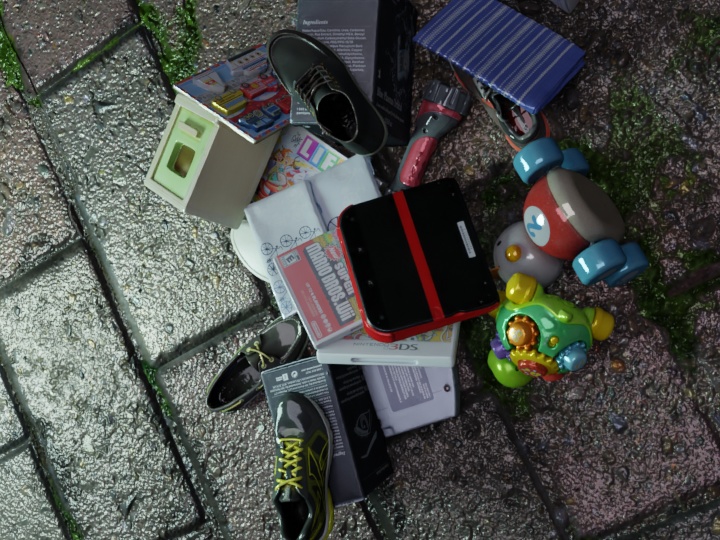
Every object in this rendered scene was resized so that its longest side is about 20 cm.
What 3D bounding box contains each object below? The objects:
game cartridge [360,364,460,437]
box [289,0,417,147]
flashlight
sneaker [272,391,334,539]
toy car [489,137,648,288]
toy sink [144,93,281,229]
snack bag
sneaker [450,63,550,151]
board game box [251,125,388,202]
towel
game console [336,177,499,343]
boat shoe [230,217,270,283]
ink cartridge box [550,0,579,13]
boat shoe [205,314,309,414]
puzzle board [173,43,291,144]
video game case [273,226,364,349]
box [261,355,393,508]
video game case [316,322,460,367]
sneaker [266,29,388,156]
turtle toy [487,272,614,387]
[{"bbox_3d":[0.065,0.123,1.282,0.132,0.041,0.202,-20,84,21],"label":"game cartridge"},{"bbox_3d":[-0.004,-0.281,1.217,0.116,0.196,0.202,3,91,17],"label":"box"},{"bbox_3d":[0.089,-0.162,1.256,0.067,0.068,0.202,23,96,15],"label":"flashlight"},{"bbox_3d":[-0.076,0.257,1.148,0.074,0.085,0.202,-10,88,17],"label":"sneaker"},{"bbox_3d":[0.231,-0.034,1.168,0.200,0.176,0.185,-38,69,27],"label":"toy car"},{"bbox_3d":[-0.212,-0.184,1.303,0.130,0.112,0.201,32,99,44],"label":"toy sink"},{"bbox_3d":[-0.048,-0.052,1.251,0.198,0.021,0.190,-24,67,6],"label":"snack bag"},{"bbox_3d":[0.187,-0.250,1.215,0.077,0.082,0.201,-40,79,14],"label":"sneaker"},{"bbox_3d":[-0.076,-0.126,1.326,0.199,0.034,0.135,35,100,15],"label":"board game box"},{"bbox_3d":[0.189,-0.297,1.205,0.199,0.024,0.145,35,60,15],"label":"towel"},{"bbox_3d":[0.070,-0.016,1.170,0.175,0.031,0.202,-15,65,-3],"label":"game console"},{"bbox_3d":[-0.104,-0.014,1.320,0.199,0.062,0.075,31,109,20],"label":"boat shoe"},{"bbox_3d":[0.242,-0.467,1.196,0.200,0.083,0.147,40,102,13],"label":"ink cartridge box"},{"bbox_3d":[-0.152,0.140,1.338,0.072,0.061,0.201,46,103,12],"label":"boat shoe"},{"bbox_3d":[-0.144,-0.259,1.274,0.150,0.200,0.017,35,133,14],"label":"puzzle board"},{"bbox_3d":[0.000,0.000,1.194,0.199,0.017,0.144,-26,65,-5],"label":"video game case"},{"bbox_3d":[-0.044,0.218,1.258,0.103,0.148,0.202,-16,85,17],"label":"box"},{"bbox_3d":[0.048,0.047,1.216,0.180,0.201,0.023,0,132,14],"label":"video game case"},{"bbox_3d":[-0.050,-0.225,1.073,0.200,0.106,0.075,46,101,11],"label":"sneaker"},{"bbox_3d":[0.226,0.091,1.163,0.145,0.200,0.102,24,68,-3],"label":"turtle toy"}]
